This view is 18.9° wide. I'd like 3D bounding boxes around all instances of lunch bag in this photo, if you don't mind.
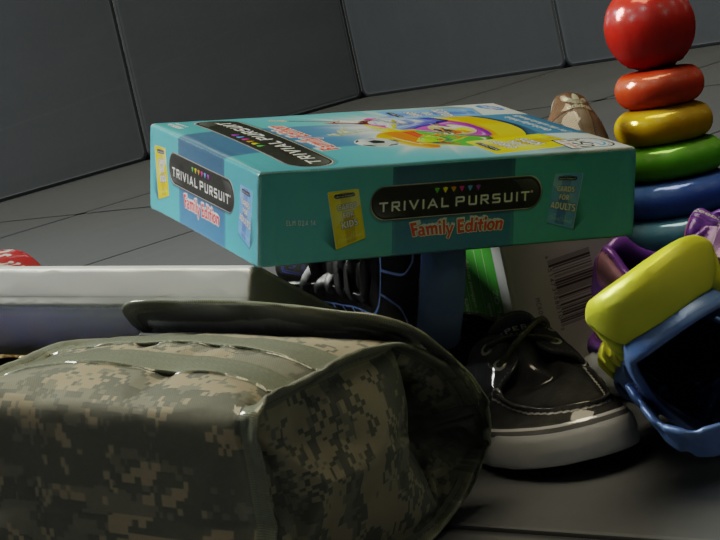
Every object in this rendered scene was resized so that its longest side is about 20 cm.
[{"bbox_3d":[-0.055,0.075,0.944,0.163,0.118,0.200,3,13,30],"label":"lunch bag"}]

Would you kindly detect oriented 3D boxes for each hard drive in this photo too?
[{"bbox_3d":[-0.121,0.022,1.077,0.199,0.026,0.132,0,-12,21],"label":"hard drive"}]

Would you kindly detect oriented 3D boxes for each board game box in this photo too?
[{"bbox_3d":[0.013,-0.046,1.079,0.199,0.047,0.151,-5,14,-24],"label":"board game box"}]

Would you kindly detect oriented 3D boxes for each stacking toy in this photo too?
[{"bbox_3d":[0.183,-0.071,1.280,0.085,0.201,0.085,-10,8,1],"label":"stacking toy"}]

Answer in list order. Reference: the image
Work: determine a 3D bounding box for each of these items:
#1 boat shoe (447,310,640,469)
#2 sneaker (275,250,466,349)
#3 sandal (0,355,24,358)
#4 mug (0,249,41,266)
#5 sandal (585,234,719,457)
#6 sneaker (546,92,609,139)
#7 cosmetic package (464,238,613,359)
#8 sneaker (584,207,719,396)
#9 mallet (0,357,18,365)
[{"bbox_3d":[0.080,0.052,1.081,0.070,0.067,0.200,-14,8,-10],"label":"boat shoe"},{"bbox_3d":[0.000,0.000,1.139,0.078,0.071,0.200,1,7,-13],"label":"sneaker"},{"bbox_3d":[-0.156,0.042,1.225,0.211,0.070,0.078,-9,24,-17],"label":"sandal"},{"bbox_3d":[-0.321,0.055,1.468,0.199,0.134,0.177,-15,10,-42],"label":"mug"},{"bbox_3d":[0.154,0.048,0.978,0.079,0.087,0.200,-34,-15,10],"label":"sandal"},{"bbox_3d":[0.113,-0.033,1.329,0.070,0.076,0.200,4,-27,-17],"label":"sneaker"},{"bbox_3d":[0.064,0.010,1.257,0.085,0.108,0.200,-18,8,-30],"label":"cosmetic package"},{"bbox_3d":[0.204,0.008,1.118,0.199,0.089,0.080,-8,8,23],"label":"sneaker"},{"bbox_3d":[-0.113,0.063,1.160,0.199,0.041,0.066,-2,0,-26],"label":"mallet"}]
